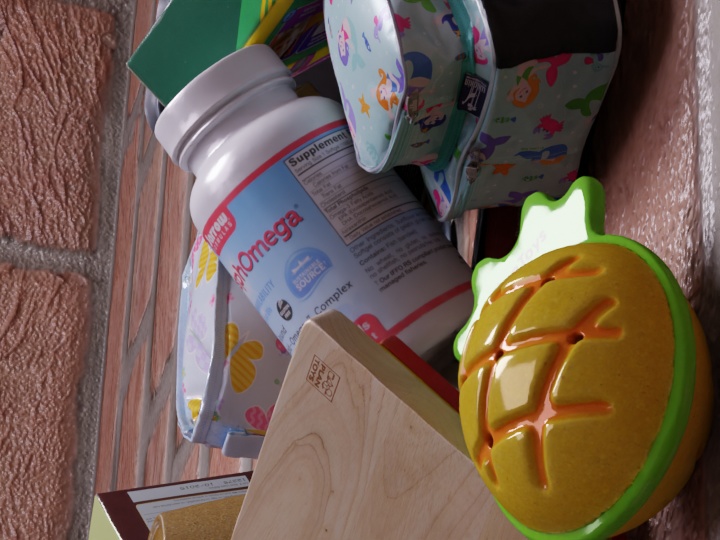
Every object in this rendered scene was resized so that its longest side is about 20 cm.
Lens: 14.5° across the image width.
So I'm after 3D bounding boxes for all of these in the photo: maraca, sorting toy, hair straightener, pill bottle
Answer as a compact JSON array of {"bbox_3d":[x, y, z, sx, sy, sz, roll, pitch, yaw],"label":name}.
[{"bbox_3d":[0.096,0.041,1.296,0.137,0.107,0.200,-50,34,21],"label":"maraca"},{"bbox_3d":[0.039,0.143,1.414,0.199,0.069,0.201,41,133,24],"label":"sorting toy"},{"bbox_3d":[0.080,-0.053,1.646,0.077,0.041,0.201,113,162,-52],"label":"hair straightener"},{"bbox_3d":[-0.024,-0.023,1.568,0.200,0.109,0.109,52,154,12],"label":"pill bottle"}]

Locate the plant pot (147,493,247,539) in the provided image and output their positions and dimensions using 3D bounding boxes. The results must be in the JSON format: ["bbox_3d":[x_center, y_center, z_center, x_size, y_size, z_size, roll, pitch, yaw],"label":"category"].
[{"bbox_3d":[-0.021,0.195,1.575,0.186,0.199,0.188,-173,90,-80],"label":"plant pot"}]

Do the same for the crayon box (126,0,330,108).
[{"bbox_3d":[-0.022,-0.185,1.647,0.200,0.058,0.173,-31,-16,-51],"label":"crayon box"}]

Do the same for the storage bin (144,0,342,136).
[{"bbox_3d":[-0.025,-0.143,1.901,0.134,0.199,0.146,180,99,-68],"label":"storage bin"}]

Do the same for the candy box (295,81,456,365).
[{"bbox_3d":[0.000,0.000,1.680,0.200,0.055,0.116,51,151,13],"label":"candy box"}]

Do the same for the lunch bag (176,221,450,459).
[{"bbox_3d":[-0.030,0.053,1.794,0.201,0.169,0.128,-95,19,-48],"label":"lunch bag"}]

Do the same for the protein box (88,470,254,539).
[{"bbox_3d":[-0.091,0.275,1.860,0.200,0.134,0.199,53,141,46],"label":"protein box"}]

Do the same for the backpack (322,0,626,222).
[{"bbox_3d":[0.060,-0.125,1.515,0.200,0.150,0.178,89,167,-57],"label":"backpack"}]

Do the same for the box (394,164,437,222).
[{"bbox_3d":[0.057,-0.125,1.709,0.110,0.035,0.201,-41,-32,-59],"label":"box"}]

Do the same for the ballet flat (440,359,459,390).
[{"bbox_3d":[0.079,0.064,1.542,0.200,0.069,0.070,142,135,-72],"label":"ballet flat"}]
